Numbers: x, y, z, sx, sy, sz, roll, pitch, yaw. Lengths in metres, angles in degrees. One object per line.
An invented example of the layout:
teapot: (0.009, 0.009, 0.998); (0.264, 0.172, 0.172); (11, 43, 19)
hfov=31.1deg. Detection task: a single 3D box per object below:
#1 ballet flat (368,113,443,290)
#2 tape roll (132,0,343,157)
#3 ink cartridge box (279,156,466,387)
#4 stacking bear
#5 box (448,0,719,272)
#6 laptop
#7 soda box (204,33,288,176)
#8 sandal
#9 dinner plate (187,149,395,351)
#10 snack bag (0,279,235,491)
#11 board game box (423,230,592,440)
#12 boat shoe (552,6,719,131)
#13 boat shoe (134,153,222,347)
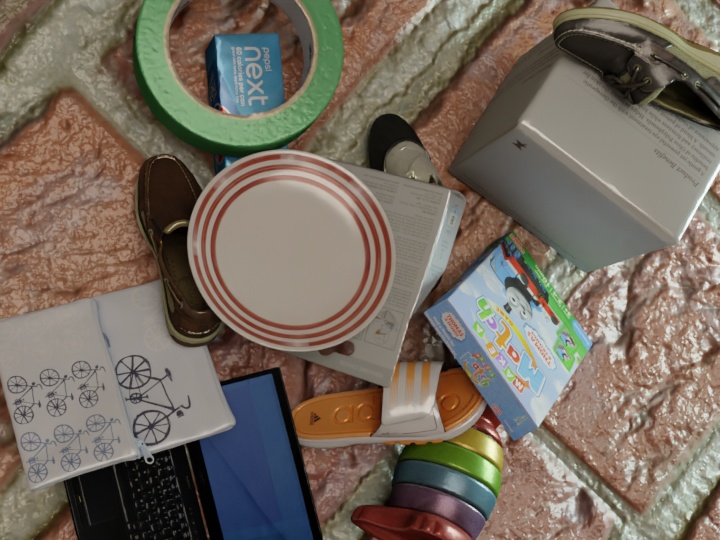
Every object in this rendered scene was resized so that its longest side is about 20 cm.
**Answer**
ballet flat: (0.056, -0.070, 1.329); (0.068, 0.068, 0.200); (-7, 85, -26)
tape roll: (-0.118, -0.212, 1.246); (0.200, 0.048, 0.201); (2, 81, -14)
ink cartridge box: (0.000, 0.000, 1.277); (0.160, 0.047, 0.200); (16, 88, 28)
stacking bear: (0.093, 0.183, 1.290); (0.114, 0.121, 0.200); (41, 61, -38)
box: (0.238, -0.130, 1.320); (0.199, 0.200, 0.171); (36, 72, -9)
laptop: (-0.162, 0.203, 1.214); (0.200, 0.103, 0.177); (-12, 85, -34)
soda box: (-0.112, -0.132, 1.294); (0.068, 0.064, 0.200); (-3, 83, -16)
sandal: (0.021, 0.128, 1.252); (0.207, 0.059, 0.079); (-12, 47, 11)
dinner plate: (-0.065, -0.018, 1.217); (0.200, 0.024, 0.200); (5, 72, -14)
snack bag: (-0.231, 0.098, 1.207); (0.200, 0.021, 0.189); (-14, 58, -14)
board game box: (0.153, 0.059, 1.295); (0.151, 0.037, 0.200); (55, 33, -4)
boat shoe: (0.269, -0.184, 1.195); (0.201, 0.072, 0.066); (17, 72, -17)
boat shoe: (-0.167, -0.032, 1.235); (0.075, 0.075, 0.202); (-12, 67, -17)
